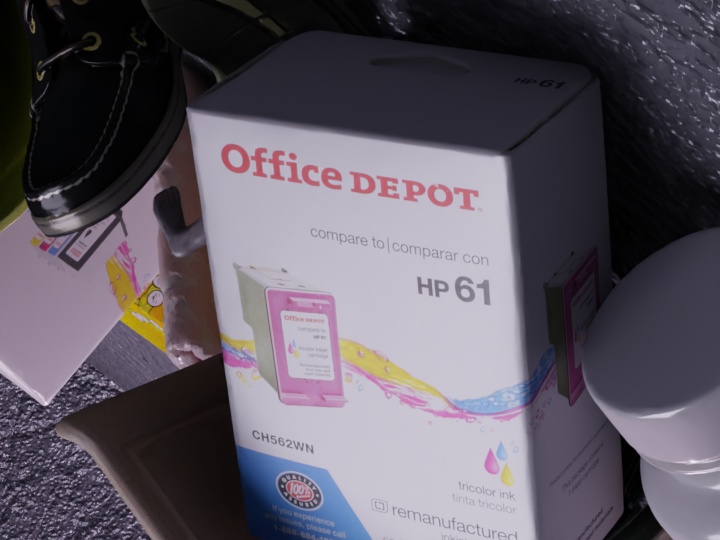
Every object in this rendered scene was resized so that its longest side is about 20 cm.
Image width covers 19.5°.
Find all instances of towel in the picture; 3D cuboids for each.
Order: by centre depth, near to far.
[{"bbox_3d":[-0.064,0.006,1.215,0.191,0.032,0.200,50,-155,-49],"label":"towel"}]

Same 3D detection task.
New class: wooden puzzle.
[{"bbox_3d":[-0.029,0.125,0.932,0.200,0.037,0.185,49,-156,10],"label":"wooden puzzle"}]

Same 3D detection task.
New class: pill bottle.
[{"bbox_3d":[0.175,0.079,0.815,0.200,0.114,0.114,47,166,-31],"label":"pill bottle"}]

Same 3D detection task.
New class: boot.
[{"bbox_3d":[-0.137,-0.127,0.892,0.073,0.204,0.154,-19,128,26],"label":"boot"}]

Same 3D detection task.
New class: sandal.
[{"bbox_3d":[-0.040,-0.110,0.911,0.201,0.080,0.057,56,-166,-63],"label":"sandal"}]

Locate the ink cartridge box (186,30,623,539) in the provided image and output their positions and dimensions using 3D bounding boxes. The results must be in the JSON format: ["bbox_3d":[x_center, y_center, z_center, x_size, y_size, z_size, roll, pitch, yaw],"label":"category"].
[{"bbox_3d":[0.021,0.017,0.833,0.144,0.085,0.200,9,119,30],"label":"ink cartridge box"}]

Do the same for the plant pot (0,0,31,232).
[{"bbox_3d":[-0.268,-0.137,1.177,0.200,0.200,0.193,46,-166,-31],"label":"plant pot"}]

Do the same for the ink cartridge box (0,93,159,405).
[{"bbox_3d":[-0.206,-0.052,1.295,0.147,0.200,0.145,27,163,48],"label":"ink cartridge box"}]

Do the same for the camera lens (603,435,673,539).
[{"bbox_3d":[0.145,0.130,0.975,0.200,0.160,0.160,44,168,-34],"label":"camera lens"}]

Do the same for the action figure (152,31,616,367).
[{"bbox_3d":[0.031,-0.004,0.937,0.193,0.105,0.200,-15,135,43],"label":"action figure"}]

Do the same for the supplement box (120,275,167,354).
[{"bbox_3d":[-0.149,-0.029,1.435,0.200,0.109,0.110,34,167,25],"label":"supplement box"}]
